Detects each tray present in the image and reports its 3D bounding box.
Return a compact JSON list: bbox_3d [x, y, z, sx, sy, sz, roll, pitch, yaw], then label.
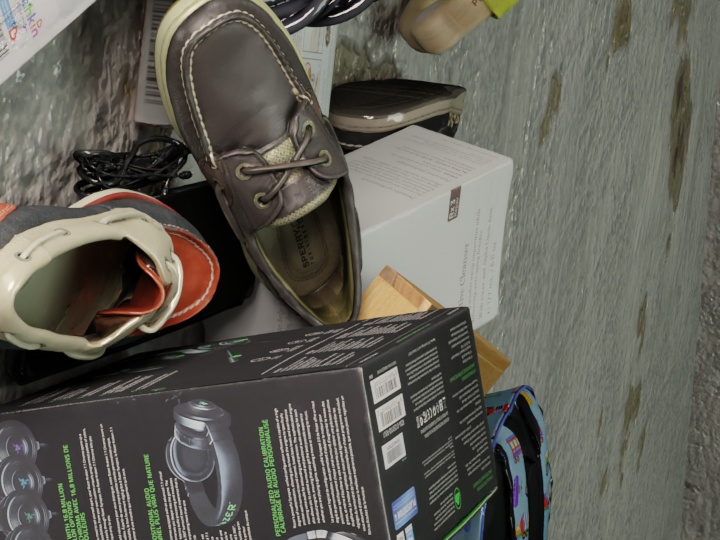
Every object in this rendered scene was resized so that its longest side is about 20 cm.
[{"bbox_3d":[0.022,0.065,1.030,0.099,0.037,0.200,-51,160,2],"label":"tray"}]

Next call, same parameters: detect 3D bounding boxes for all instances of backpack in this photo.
[{"bbox_3d":[0.070,0.183,1.395,0.183,0.133,0.202,-50,146,-58],"label":"backpack"}]

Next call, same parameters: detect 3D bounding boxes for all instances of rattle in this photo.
[{"bbox_3d":[0.050,-0.238,1.301,0.131,0.142,0.201,-54,-168,26],"label":"rattle"}]

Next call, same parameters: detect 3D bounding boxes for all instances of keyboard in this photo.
[{"bbox_3d":[-0.110,-0.017,0.896,0.200,0.039,0.105,-20,125,-61],"label":"keyboard"}]

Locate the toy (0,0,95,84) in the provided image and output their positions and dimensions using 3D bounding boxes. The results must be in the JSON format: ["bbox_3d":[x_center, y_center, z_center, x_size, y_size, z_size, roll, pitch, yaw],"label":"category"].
[{"bbox_3d":[-0.121,-0.172,0.745,0.200,0.047,0.116,-56,144,-41],"label":"toy"}]

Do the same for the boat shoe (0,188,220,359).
[{"bbox_3d":[-0.112,0.003,0.788,0.200,0.062,0.072,6,100,-63],"label":"boat shoe"}]

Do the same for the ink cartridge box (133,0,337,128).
[{"bbox_3d":[-0.056,-0.155,0.984,0.200,0.050,0.164,-18,115,-76],"label":"ink cartridge box"}]

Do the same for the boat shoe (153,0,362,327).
[{"bbox_3d":[-0.036,-0.049,0.880,0.073,0.065,0.201,-35,138,-8],"label":"boat shoe"}]

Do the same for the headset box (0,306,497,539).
[{"bbox_3d":[-0.058,0.084,0.848,0.174,0.198,0.094,-21,102,-71],"label":"headset box"}]

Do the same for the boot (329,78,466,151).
[{"bbox_3d":[0.021,-0.048,1.239,0.200,0.072,0.152,-34,131,-74],"label":"boot"}]

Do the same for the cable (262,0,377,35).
[{"bbox_3d":[-0.013,-0.199,0.881,0.199,0.051,0.165,-21,110,-33],"label":"cable"}]

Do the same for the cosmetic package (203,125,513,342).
[{"bbox_3d":[0.000,0.000,1.080,0.199,0.081,0.114,-31,132,-48],"label":"cosmetic package"}]
